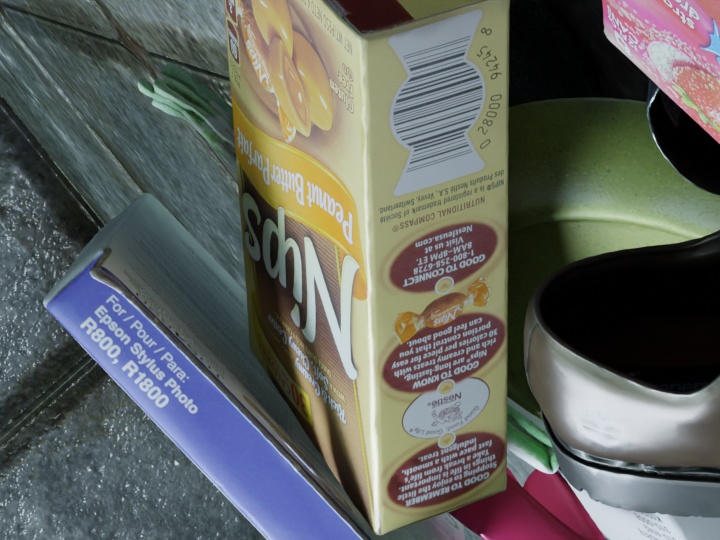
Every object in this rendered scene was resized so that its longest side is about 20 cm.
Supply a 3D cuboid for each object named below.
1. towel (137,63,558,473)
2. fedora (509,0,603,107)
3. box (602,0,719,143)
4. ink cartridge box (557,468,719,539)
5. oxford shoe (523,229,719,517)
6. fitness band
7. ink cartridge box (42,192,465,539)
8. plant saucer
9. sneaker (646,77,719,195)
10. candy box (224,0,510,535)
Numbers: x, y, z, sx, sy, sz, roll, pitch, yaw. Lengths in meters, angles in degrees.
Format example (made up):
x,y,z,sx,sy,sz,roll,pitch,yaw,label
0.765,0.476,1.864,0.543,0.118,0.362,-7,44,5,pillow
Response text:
x,y,z,sx,sy,sz,roll,pitch,yaw,label
0.000,0.000,0.995,0.200,0.023,0.152,46,-175,29,towel
0.035,-0.070,0.937,0.201,0.092,0.201,47,170,10,fedora
0.150,-0.041,0.515,0.200,0.095,0.100,46,170,20,box
0.160,0.102,1.070,0.200,0.084,0.146,53,170,-19,ink cartridge box
0.137,0.022,0.636,0.198,0.073,0.085,-6,140,19,oxford shoe
0.042,0.077,1.024,0.144,0.037,0.200,43,-176,-16,fitness band
-0.035,0.064,0.897,0.200,0.041,0.200,47,-175,-6,ink cartridge box
0.105,0.017,0.833,0.199,0.031,0.201,16,149,10,plant saucer
0.099,-0.069,0.665,0.075,0.084,0.200,54,169,-29,sneaker
0.002,-0.026,0.791,0.116,0.055,0.201,-127,28,-47,candy box
